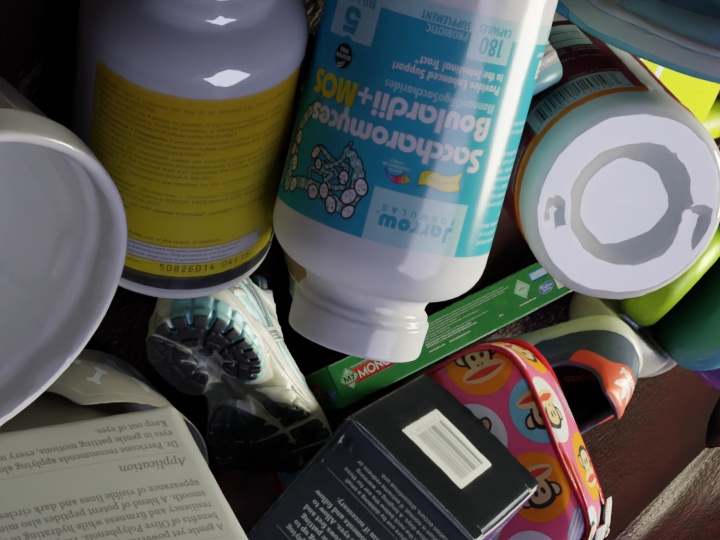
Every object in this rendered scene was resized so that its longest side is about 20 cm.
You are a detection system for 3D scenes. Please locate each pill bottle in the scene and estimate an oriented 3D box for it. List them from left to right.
[{"bbox_3d":[-0.085,-0.092,0.942,0.111,0.112,0.201,-21,142,-31],"label":"pill bottle"},{"bbox_3d":[0.021,-0.061,0.940,0.110,0.110,0.202,0,109,-47],"label":"pill bottle"},{"bbox_3d":[0.123,-0.074,1.094,0.113,0.200,0.115,-4,114,-8],"label":"pill bottle"}]

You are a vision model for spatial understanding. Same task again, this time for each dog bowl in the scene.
[{"bbox_3d":[-0.189,0.127,1.111,0.199,0.059,0.201,-22,142,-18],"label":"dog bowl"}]

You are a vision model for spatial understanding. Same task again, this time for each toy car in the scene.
[{"bbox_3d":[0.255,0.023,1.388,0.175,0.150,0.200,-47,167,8],"label":"toy car"}]

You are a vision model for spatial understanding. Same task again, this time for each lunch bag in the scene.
[{"bbox_3d":[0.055,0.154,1.245,0.199,0.178,0.082,-25,175,17],"label":"lunch bag"}]

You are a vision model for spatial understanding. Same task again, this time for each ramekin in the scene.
[{"bbox_3d":[-0.219,-0.012,0.893,0.199,0.105,0.201,-29,145,-23],"label":"ramekin"}]

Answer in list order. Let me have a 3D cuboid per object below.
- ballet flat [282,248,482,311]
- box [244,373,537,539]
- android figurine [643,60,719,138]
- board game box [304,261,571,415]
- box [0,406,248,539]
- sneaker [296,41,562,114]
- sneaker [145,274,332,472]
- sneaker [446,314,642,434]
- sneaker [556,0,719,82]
[{"bbox_3d":[0.000,0.000,1.200,0.072,0.068,0.199,-41,156,27],"label":"ballet flat"},{"bbox_3d":[-0.008,0.176,1.152,0.200,0.104,0.148,-50,170,19],"label":"box"},{"bbox_3d":[0.186,-0.111,1.285,0.199,0.041,0.183,-18,140,-39],"label":"android figurine"},{"bbox_3d":[0.039,0.047,1.253,0.199,0.029,0.134,-25,179,-27],"label":"board game box"},{"bbox_3d":[-0.173,0.209,1.019,0.197,0.172,0.201,-7,136,-34],"label":"box"},{"bbox_3d":[0.002,-0.127,1.043,0.199,0.132,0.079,-20,-173,27],"label":"sneaker"},{"bbox_3d":[-0.063,0.050,1.144,0.077,0.087,0.201,-7,144,12],"label":"sneaker"},{"bbox_3d":[0.096,0.095,1.318,0.199,0.085,0.075,-23,117,24],"label":"sneaker"},{"bbox_3d":[0.151,-0.188,1.009,0.079,0.200,0.131,2,119,-51],"label":"sneaker"}]
